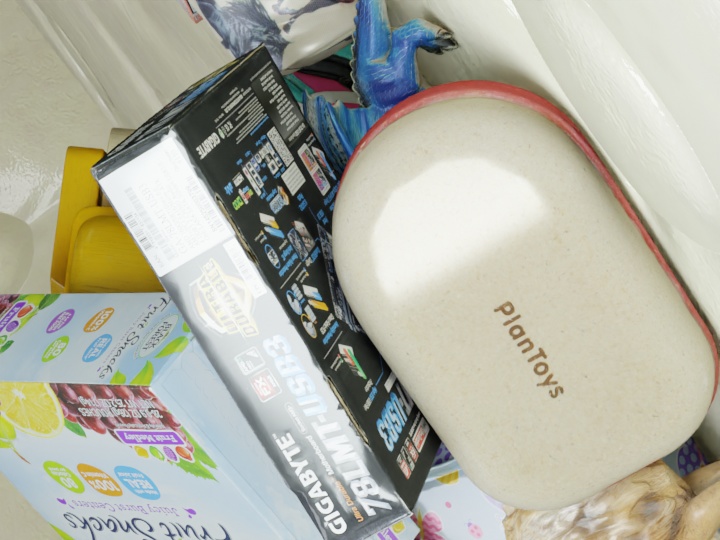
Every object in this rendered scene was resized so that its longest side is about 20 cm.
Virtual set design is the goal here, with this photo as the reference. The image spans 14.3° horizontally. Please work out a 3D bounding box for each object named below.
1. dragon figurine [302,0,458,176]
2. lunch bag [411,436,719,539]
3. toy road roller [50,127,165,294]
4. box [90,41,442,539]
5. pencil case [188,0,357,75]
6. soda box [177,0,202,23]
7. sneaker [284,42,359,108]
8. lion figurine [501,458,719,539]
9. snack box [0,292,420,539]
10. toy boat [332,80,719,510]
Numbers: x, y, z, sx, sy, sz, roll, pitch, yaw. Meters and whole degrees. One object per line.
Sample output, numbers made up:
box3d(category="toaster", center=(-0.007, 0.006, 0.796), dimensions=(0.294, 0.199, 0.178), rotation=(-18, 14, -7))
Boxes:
box3d(category="dragon figurine", center=(0.009, -0.074, 1.408), dimensions=(0.200, 0.099, 0.059), rotation=(56, 173, -16))
box3d(category="lunch bag", center=(0.090, 0.147, 1.529), dimensions=(0.200, 0.127, 0.170), rotation=(-21, 108, 44))
box3d(category="toy road roller", center=(-0.106, -0.002, 1.537), dimensions=(0.146, 0.123, 0.200), rotation=(99, 176, -62))
box3d(category="box", center=(-0.030, 0.008, 1.299), dimensions=(0.199, 0.050, 0.200), rotation=(60, -165, -9))
box3d(category="pencil case", center=(-0.070, -0.188, 1.490), dimensions=(0.200, 0.089, 0.078), rotation=(54, 146, -2))
box3d(category="soda box", center=(-0.109, -0.226, 1.635), dimensions=(0.068, 0.064, 0.200), rotation=(51, 173, 26))
box3d(category="sneaker", center=(0.008, -0.068, 1.560), dimensions=(0.200, 0.084, 0.121), rotation=(25, -147, 1))
box3d(category="lion figurine", center=(0.163, 0.153, 1.375), dimensions=(0.200, 0.122, 0.072), rotation=(53, 174, -15))
box3d(category="snack box", center=(-0.095, 0.089, 1.391), dimensions=(0.200, 0.068, 0.169), rotation=(1, 136, 50))
box3d(category="toy boat", center=(0.073, 0.002, 1.311), dimensions=(0.200, 0.130, 0.131), rotation=(56, -166, -19))
